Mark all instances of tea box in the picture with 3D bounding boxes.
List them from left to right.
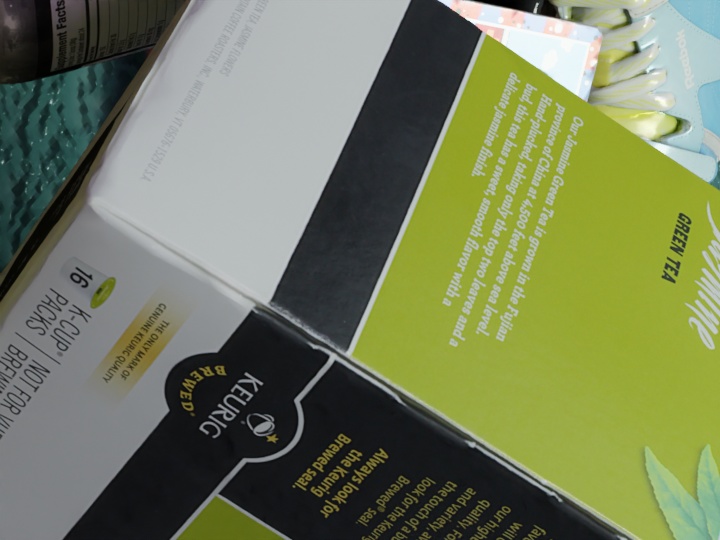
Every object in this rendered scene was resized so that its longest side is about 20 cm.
[{"bbox_3d":[-0.010,0.046,0.638,0.196,0.200,0.134,34,44,-9],"label":"tea box"}]

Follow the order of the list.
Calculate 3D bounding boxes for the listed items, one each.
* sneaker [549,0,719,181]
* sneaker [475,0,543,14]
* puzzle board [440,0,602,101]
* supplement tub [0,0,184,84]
[{"bbox_3d":[0.104,-0.079,0.934,0.200,0.079,0.131,42,64,-51],"label":"sneaker"},{"bbox_3d":[0.028,-0.048,0.871,0.075,0.078,0.201,9,87,-46],"label":"sneaker"},{"bbox_3d":[0.000,0.000,0.825,0.150,0.017,0.201,7,101,-28],"label":"puzzle board"},{"bbox_3d":[-0.062,-0.125,0.664,0.199,0.122,0.123,-16,107,-16],"label":"supplement tub"}]
